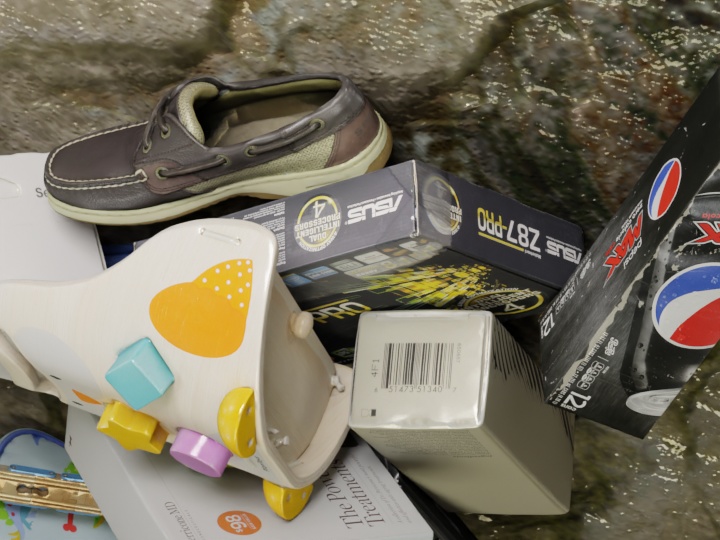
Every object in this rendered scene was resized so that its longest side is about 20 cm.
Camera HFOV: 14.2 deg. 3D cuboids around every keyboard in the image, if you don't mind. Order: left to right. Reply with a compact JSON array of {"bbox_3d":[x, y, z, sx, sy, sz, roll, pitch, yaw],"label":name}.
[{"bbox_3d":[0.035,0.138,1.753,0.021,0.127,0.200,-35,135,3],"label":"keyboard"}]

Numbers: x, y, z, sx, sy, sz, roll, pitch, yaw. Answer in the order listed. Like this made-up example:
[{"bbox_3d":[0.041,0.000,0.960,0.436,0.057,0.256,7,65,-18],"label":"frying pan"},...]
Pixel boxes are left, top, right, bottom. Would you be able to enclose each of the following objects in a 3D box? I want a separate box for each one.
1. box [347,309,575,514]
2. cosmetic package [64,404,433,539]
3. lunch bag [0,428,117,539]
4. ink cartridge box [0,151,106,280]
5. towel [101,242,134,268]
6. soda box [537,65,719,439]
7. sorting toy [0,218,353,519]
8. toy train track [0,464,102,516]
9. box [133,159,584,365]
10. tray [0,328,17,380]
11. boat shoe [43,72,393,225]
[{"bbox_3d":[0.061,0.083,1.644,0.082,0.069,0.200,0,162,17],"label":"box"},{"bbox_3d":[-0.066,0.122,1.621,0.150,0.200,0.052,-5,118,-22],"label":"cosmetic package"},{"bbox_3d":[-0.210,0.211,1.852,0.160,0.201,0.082,33,139,-16],"label":"lunch bag"},{"bbox_3d":[-0.262,0.009,1.656,0.146,0.085,0.200,-7,165,-44],"label":"ink cartridge box"},{"bbox_3d":[-0.099,0.051,1.756,0.146,0.024,0.200,-5,136,29],"label":"towel"},{"bbox_3d":[0.166,-0.007,1.501,0.063,0.071,0.200,20,128,-16],"label":"soda box"},{"bbox_3d":[-0.113,0.051,1.537,0.179,0.107,0.200,10,159,18],"label":"sorting toy"},{"bbox_3d":[-0.165,0.136,1.827,0.199,0.033,0.115,9,121,-10],"label":"toy train track"},{"bbox_3d":[0.000,0.000,1.588,0.199,0.049,0.161,-15,156,35],"label":"box"},{"bbox_3d":[-0.143,0.042,1.653,0.107,0.022,0.200,-20,159,26],"label":"tray"},{"bbox_3d":[-0.083,-0.074,1.558,0.199,0.073,0.065,-9,132,16],"label":"boat shoe"}]
